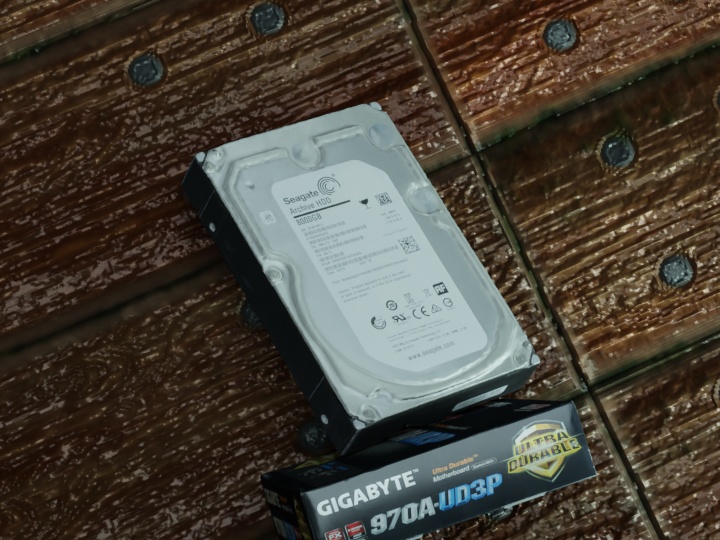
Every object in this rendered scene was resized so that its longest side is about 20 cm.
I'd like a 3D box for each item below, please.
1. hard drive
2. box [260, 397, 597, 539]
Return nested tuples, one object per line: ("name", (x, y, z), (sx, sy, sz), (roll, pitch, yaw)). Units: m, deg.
("hard drive", (0.000, 0.000, 1.524), (0.139, 0.038, 0.200), (-17, 65, -32))
("box", (0.033, 0.117, 1.463), (0.158, 0.200, 0.046), (-18, 91, -8))
